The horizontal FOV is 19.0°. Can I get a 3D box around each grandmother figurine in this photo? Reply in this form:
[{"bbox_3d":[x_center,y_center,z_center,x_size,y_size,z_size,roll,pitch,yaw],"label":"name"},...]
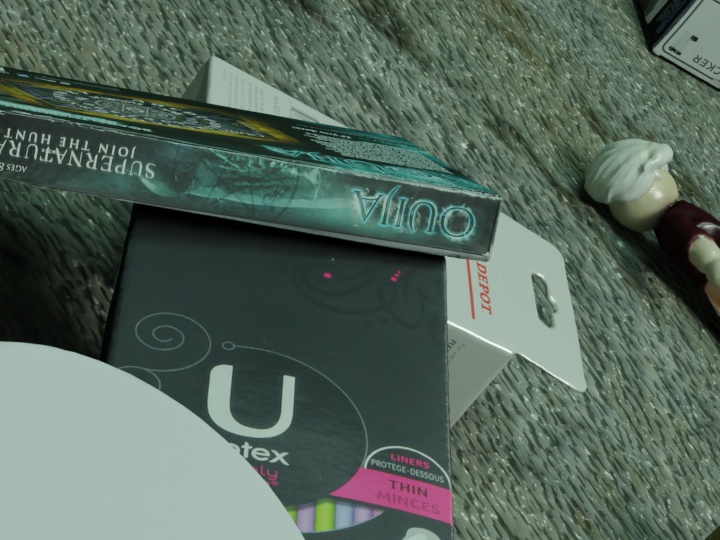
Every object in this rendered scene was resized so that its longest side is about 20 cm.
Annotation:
[{"bbox_3d":[0.206,0.000,1.224,0.200,0.061,0.121,46,2,15],"label":"grandmother figurine"}]

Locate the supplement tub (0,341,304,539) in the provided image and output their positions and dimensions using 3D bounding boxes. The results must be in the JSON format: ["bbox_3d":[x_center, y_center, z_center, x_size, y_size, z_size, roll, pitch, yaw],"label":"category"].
[{"bbox_3d":[-0.111,0.128,0.526,0.145,0.200,0.145,29,31,-20],"label":"supplement tub"}]

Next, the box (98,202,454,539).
[{"bbox_3d":[-0.038,0.079,0.743,0.122,0.106,0.200,11,35,-8],"label":"box"}]

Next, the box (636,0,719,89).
[{"bbox_3d":[0.255,-0.208,1.556,0.117,0.060,0.200,27,32,-22],"label":"box"}]

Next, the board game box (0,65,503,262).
[{"bbox_3d":[-0.060,-0.044,0.823,0.200,0.028,0.135,9,10,-16],"label":"board game box"}]

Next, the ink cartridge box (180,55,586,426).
[{"bbox_3d":[0.000,0.000,0.968,0.200,0.068,0.117,27,32,-20],"label":"ink cartridge box"}]

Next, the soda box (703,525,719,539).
[{"bbox_3d":[0.237,0.190,0.982,0.200,0.068,0.064,39,29,-2],"label":"soda box"}]
